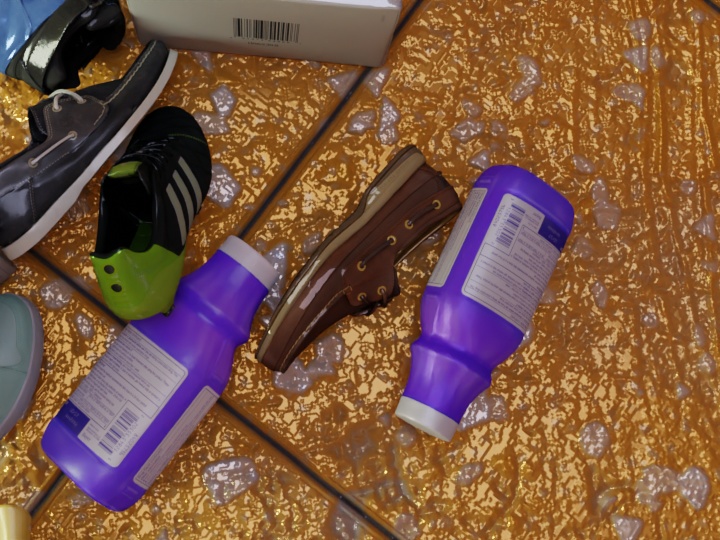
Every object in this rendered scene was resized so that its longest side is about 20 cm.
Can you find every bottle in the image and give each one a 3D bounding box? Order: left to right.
[{"bbox_3d":[-0.136,0.068,0.802,0.083,0.065,0.201,30,78,31],"label":"bottle"},{"bbox_3d":[0.088,0.025,0.838,0.083,0.065,0.203,30,79,-27],"label":"bottle"}]

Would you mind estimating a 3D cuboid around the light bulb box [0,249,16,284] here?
[{"bbox_3d":[-0.358,0.008,0.735,0.200,0.198,0.125,-44,86,-9],"label":"light bulb box"}]

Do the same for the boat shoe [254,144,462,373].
[{"bbox_3d":[0.000,0.000,0.835,0.067,0.072,0.201,39,77,3],"label":"boat shoe"}]

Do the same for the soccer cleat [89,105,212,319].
[{"bbox_3d":[-0.147,-0.058,0.790,0.066,0.082,0.202,-7,47,9],"label":"soccer cleat"}]

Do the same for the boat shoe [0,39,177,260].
[{"bbox_3d":[-0.206,-0.102,0.814,0.068,0.072,0.201,45,67,-17],"label":"boat shoe"}]

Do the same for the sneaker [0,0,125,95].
[{"bbox_3d":[-0.207,-0.227,0.844,0.110,0.077,0.202,31,84,6],"label":"sneaker"}]

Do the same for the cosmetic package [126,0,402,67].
[{"bbox_3d":[-0.066,-0.277,0.845,0.195,0.123,0.204,4,80,-5],"label":"cosmetic package"}]

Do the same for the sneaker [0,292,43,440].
[{"bbox_3d":[-0.290,0.080,0.753,0.073,0.119,0.203,14,61,21],"label":"sneaker"}]

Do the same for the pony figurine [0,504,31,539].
[{"bbox_3d":[-0.204,0.281,0.726,0.163,0.194,0.203,-1,54,7],"label":"pony figurine"}]
